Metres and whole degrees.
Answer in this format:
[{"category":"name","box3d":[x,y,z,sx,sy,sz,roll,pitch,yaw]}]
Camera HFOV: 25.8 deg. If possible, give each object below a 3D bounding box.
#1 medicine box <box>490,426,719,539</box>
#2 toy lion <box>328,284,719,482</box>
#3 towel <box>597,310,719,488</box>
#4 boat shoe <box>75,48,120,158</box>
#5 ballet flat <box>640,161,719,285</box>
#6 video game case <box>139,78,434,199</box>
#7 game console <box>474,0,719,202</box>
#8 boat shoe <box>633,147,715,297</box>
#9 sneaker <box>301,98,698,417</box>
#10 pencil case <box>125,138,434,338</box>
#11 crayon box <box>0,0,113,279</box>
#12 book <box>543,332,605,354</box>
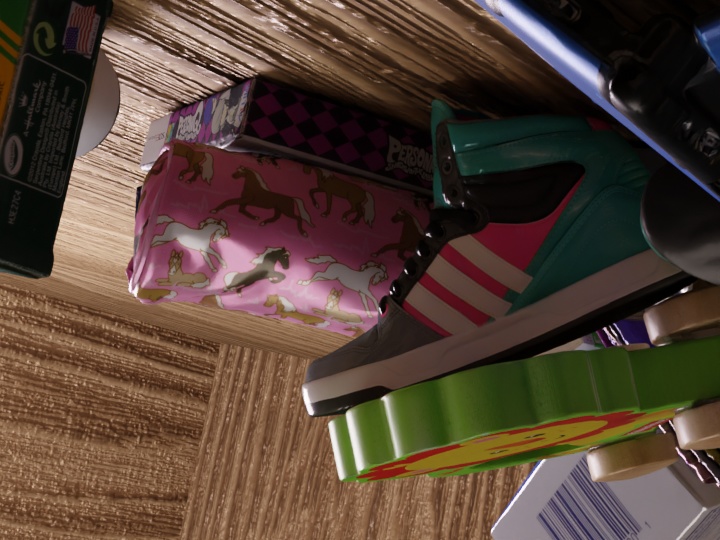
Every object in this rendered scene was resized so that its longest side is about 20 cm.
[{"category":"medicine box","box3d":[0.210,0.123,0.995,0.199,0.103,0.183,-20,151,-35]},{"category":"toy lion","box3d":[0.077,0.067,0.720,0.189,0.070,0.200,-10,168,-12]},{"category":"towel","box3d":[0.214,0.054,0.888,0.142,0.023,0.201,-1,-145,-21]},{"category":"boat shoe","box3d":[-0.163,-0.083,0.776,0.067,0.073,0.199,20,173,-40]},{"category":"ballet flat","box3d":[0.213,-0.027,0.628,0.197,0.069,0.068,3,166,-13]},{"category":"video game case","box3d":[-0.006,-0.054,0.890,0.198,0.036,0.181,15,172,-23]},{"category":"game console","box3d":[0.127,-0.083,0.475,0.171,0.119,0.200,44,-170,29]},{"category":"boat shoe","box3d":[0.157,-0.017,0.754,0.198,0.071,0.071,6,172,42]},{"category":"sneaker","box3d":[0.045,-0.015,0.726,0.198,0.122,0.083,-24,168,20]},{"category":"pencil case","box3d":[-0.018,-0.006,0.804,0.198,0.084,0.086,12,166,-13]},{"category":"crayon box","box3d":[-0.213,-0.073,0.702,0.198,0.129,0.051,7,172,32]},{"category":"book","box3d":[0.136,0.071,1.029,0.133,0.049,0.199,-27,158,29]}]
